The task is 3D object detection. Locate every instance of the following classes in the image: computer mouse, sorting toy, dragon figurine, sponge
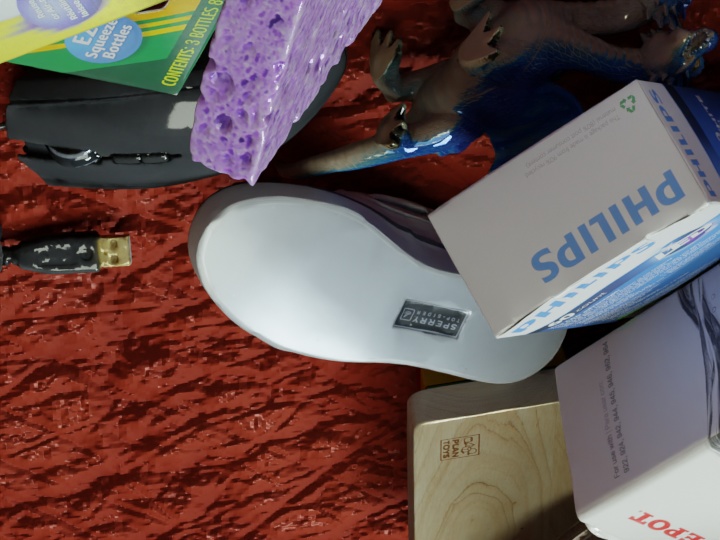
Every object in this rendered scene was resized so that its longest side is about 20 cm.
[{"bbox_3d":[-0.097,-0.040,1.184,0.199,0.046,0.141,-11,142,0],"label":"computer mouse"},{"bbox_3d":[0.117,0.086,1.380,0.198,0.070,0.200,-9,143,-5],"label":"sorting toy"},{"bbox_3d":[0.057,-0.069,1.175,0.099,0.059,0.200,23,130,-36],"label":"dragon figurine"},{"bbox_3d":[0.003,-0.129,0.982,0.030,0.200,0.112,26,139,7],"label":"sponge"}]

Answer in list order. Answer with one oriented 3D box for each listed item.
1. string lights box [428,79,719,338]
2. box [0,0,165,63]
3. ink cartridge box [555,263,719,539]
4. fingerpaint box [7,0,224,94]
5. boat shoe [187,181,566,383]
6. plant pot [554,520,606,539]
[{"bbox_3d":[0.116,-0.024,1.165,0.103,0.059,0.200,-33,169,19],"label":"string lights box"},{"bbox_3d":[-0.142,-0.119,0.949,0.199,0.048,0.117,-18,143,13],"label":"box"},{"bbox_3d":[0.204,0.052,1.208,0.145,0.084,0.200,26,134,-38],"label":"ink cartridge box"},{"bbox_3d":[-0.107,-0.163,1.000,0.166,0.074,0.200,10,138,-25],"label":"fingerpaint box"},{"bbox_3d":[0.000,0.000,1.244,0.200,0.065,0.074,22,108,-38],"label":"boat shoe"},{"bbox_3d":[0.182,0.231,1.327,0.200,0.198,0.201,-13,132,-15],"label":"plant pot"}]
